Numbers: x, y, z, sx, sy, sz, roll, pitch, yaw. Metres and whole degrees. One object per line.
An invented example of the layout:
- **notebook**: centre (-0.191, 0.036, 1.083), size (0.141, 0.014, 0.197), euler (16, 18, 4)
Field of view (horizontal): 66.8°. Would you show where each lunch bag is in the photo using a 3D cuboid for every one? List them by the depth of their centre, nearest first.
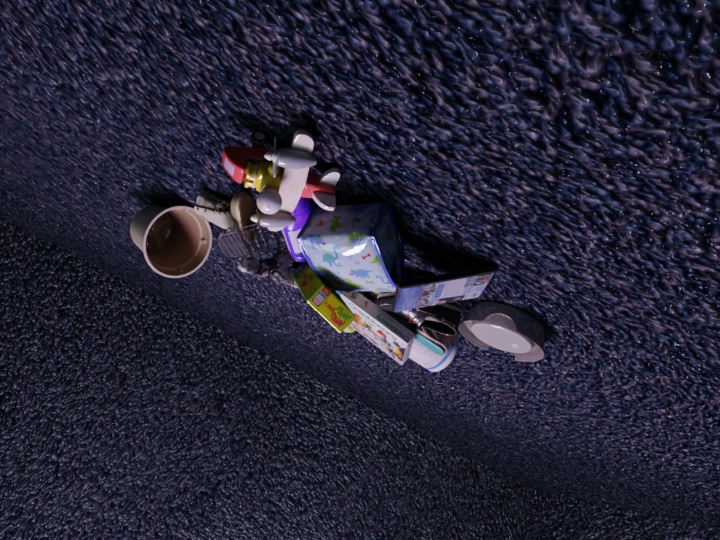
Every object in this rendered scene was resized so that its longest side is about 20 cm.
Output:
- **lunch bag**: centre (-0.006, -0.031, 1.095), size (0.168, 0.128, 0.201), euler (1, 134, 26)

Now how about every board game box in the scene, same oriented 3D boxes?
- **board game box**: centre (-0.083, 0.052, 1.171), size (0.102, 0.048, 0.200), euler (45, 179, -22)
- **board game box**: centre (0.036, 0.132, 1.306), size (0.199, 0.035, 0.127), euler (35, 153, 18)

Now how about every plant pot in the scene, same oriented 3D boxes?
- **plant pot**: centre (-0.554, -0.102, 1.549), size (0.183, 0.201, 0.201), euler (22, 163, 42)

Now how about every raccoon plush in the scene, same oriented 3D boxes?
- **raccoon plush**: centre (-0.190, -0.006, 1.327), size (0.198, 0.098, 0.134), euler (16, 165, -5)

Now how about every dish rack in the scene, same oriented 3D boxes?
- **dish rack**: centre (-0.231, -0.065, 1.298), size (0.198, 0.055, 0.154), euler (-14, 156, -2)

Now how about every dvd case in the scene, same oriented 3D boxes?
- **dvd case**: centre (0.166, 0.039, 1.116), size (0.198, 0.018, 0.143), euler (-9, 157, -5)

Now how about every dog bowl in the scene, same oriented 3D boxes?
- **dog bowl**: centre (0.331, 0.140, 1.265), size (0.198, 0.059, 0.200), euler (22, 160, 9)

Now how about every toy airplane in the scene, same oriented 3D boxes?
- **toy airplane**: centre (-0.136, -0.150, 0.985), size (0.197, 0.142, 0.201), euler (-6, 135, 28)

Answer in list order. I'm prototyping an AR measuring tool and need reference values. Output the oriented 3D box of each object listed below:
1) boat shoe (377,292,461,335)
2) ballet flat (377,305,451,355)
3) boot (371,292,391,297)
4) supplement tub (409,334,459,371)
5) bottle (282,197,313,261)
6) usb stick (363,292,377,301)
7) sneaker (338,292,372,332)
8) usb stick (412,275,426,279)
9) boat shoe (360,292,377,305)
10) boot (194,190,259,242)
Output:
- **boat shoe**: centre (0.133, 0.098, 1.248), size (0.199, 0.064, 0.074), euler (15, 154, -6)
- **ballet flat**: centre (0.132, 0.126, 1.315), size (0.199, 0.067, 0.068), euler (34, 152, -1)
- **boot**: centre (0.000, 0.000, 1.265), size (0.198, 0.073, 0.155), euler (3, 151, 30)
- **supplement tub**: centre (0.148, 0.165, 1.432), size (0.199, 0.133, 0.132), euler (34, 158, -20)
- **bottle**: centre (-0.131, -0.107, 1.163), size (0.065, 0.083, 0.201), euler (55, 166, 37)
- **usb stick**: centre (-0.007, 0.019, 1.399), size (0.055, 0.033, 0.200), euler (3, 150, 46)
- **sneaker**: centre (-0.021, 0.071, 1.425), size (0.104, 0.076, 0.201), euler (-13, 128, 5)
- **usb stick**: centre (0.171, 0.072, 1.300), size (0.055, 0.033, 0.200), euler (11, 154, 29)
- **boat shoe**: centre (0.009, 0.097, 1.512), size (0.199, 0.070, 0.074), euler (29, 159, -10)
- **boot**: centre (-0.328, -0.149, 1.316), size (0.154, 0.072, 0.200), euler (26, 160, 6)
